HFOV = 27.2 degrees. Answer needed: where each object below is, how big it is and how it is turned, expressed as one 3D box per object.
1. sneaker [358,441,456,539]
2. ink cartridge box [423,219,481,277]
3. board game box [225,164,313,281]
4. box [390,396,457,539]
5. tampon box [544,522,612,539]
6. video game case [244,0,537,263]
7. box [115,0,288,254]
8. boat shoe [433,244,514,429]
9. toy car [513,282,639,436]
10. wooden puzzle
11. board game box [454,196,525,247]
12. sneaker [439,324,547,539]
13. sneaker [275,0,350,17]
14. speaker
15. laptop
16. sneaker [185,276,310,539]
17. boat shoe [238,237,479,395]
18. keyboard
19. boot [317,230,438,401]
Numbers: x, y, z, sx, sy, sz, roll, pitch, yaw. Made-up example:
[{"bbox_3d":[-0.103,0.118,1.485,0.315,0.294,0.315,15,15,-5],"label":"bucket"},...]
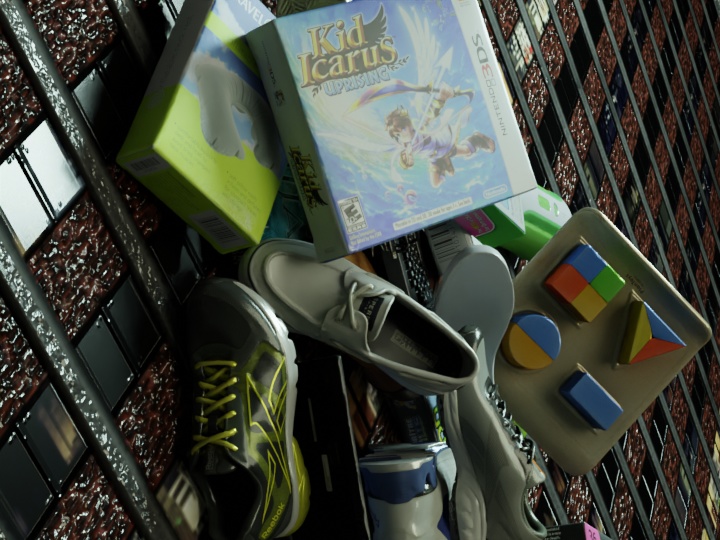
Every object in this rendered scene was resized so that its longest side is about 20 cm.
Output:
[{"bbox_3d":[0.041,0.207,1.267,0.199,0.080,0.116,1,86,-78],"label":"sneaker"},{"bbox_3d":[0.073,-0.083,1.421,0.200,0.043,0.199,27,44,-78],"label":"ink cartridge box"},{"bbox_3d":[-0.075,-0.085,1.215,0.135,0.028,0.201,4,77,-64],"label":"board game box"},{"bbox_3d":[0.076,0.146,1.423,0.110,0.035,0.201,-38,114,-62],"label":"box"},{"bbox_3d":[0.197,0.368,1.477,0.150,0.126,0.201,37,48,-56],"label":"tampon box"},{"bbox_3d":[0.029,-0.121,1.151,0.199,0.045,0.182,-20,92,-35],"label":"video game case"},{"bbox_3d":[-0.099,-0.128,1.117,0.122,0.047,0.201,43,50,-36],"label":"box"},{"bbox_3d":[0.095,0.055,1.314,0.066,0.069,0.201,-100,-174,-57],"label":"boat shoe"},{"bbox_3d":[0.199,0.071,1.517,0.165,0.199,0.158,69,27,-19],"label":"toy car"},{"bbox_3d":[0.216,0.070,1.430,0.185,0.200,0.046,45,-3,-9],"label":"wooden puzzle"},{"bbox_3d":[0.071,-0.131,1.298,0.200,0.040,0.154,37,40,-43],"label":"board game box"},{"bbox_3d":[0.111,0.142,1.246,0.074,0.079,0.201,-40,122,-72],"label":"sneaker"},{"bbox_3d":[-0.022,-0.175,1.322,0.084,0.075,0.201,-32,114,-70],"label":"sneaker"},{"bbox_3d":[0.168,-0.064,1.642,0.200,0.088,0.089,20,62,-61],"label":"speaker"},{"bbox_3d":[-0.007,0.155,1.168,0.103,0.200,0.178,-8,86,-28],"label":"laptop"},{"bbox_3d":[-0.086,0.105,1.059,0.085,0.074,0.201,-29,106,-63],"label":"sneaker"},{"bbox_3d":[0.002,0.035,1.133,0.200,0.066,0.072,35,72,-12],"label":"boat shoe"},{"bbox_3d":[0.035,-0.050,1.257,0.104,0.039,0.201,-30,105,-65],"label":"keyboard"},{"bbox_3d":[0.000,0.000,1.279,0.200,0.068,0.189,44,47,-57],"label":"boot"}]
